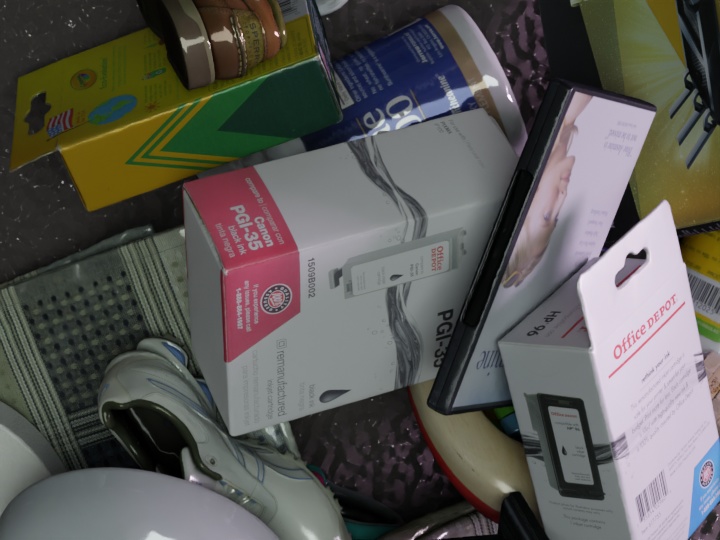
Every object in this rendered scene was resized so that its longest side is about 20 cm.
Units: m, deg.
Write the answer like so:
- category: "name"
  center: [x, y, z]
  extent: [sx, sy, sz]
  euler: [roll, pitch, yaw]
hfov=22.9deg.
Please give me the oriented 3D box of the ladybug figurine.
- category: "ladybug figurine"
  center: [0.091, 0.093, 1.162]
  extent: [0.135, 0.201, 0.072]
  euler: [0, 141, -28]

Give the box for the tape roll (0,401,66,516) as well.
- category: "tape roll"
  center: [-0.285, 0.172, 1.165]
  extent: [0.201, 0.037, 0.204]
  euler: [0, 105, 0]

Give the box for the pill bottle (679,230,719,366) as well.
- category: "pill bottle"
  center: [0.281, -0.029, 1.187]
  extent: [0.111, 0.111, 0.201]
  euler: [25, 95, -11]

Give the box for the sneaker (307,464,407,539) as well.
- category: "sneaker"
  center: [-0.051, 0.192, 1.191]
  extent: [0.198, 0.084, 0.122]
  euler: [-1, 99, -9]

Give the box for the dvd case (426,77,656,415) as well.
- category: "dvd case"
  center: [0.109, -0.011, 1.047]
  extent: [0.017, 0.142, 0.201]
  euler: [26, 102, 26]

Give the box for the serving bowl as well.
- category: "serving bowl"
  center: [-0.136, 0.211, 1.087]
  extent: [0.198, 0.066, 0.201]
  euler: [6, 132, 6]

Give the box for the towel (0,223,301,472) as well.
- category: "towel"
  center: [-0.150, 0.078, 1.167]
  extent: [0.191, 0.035, 0.201]
  euler: [-17, 103, 16]

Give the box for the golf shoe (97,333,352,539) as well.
- category: "golf shoe"
  center: [-0.091, 0.135, 1.103]
  extent: [0.200, 0.097, 0.078]
  euler: [43, 108, -4]

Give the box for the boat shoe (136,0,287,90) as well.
- category: "boat shoe"
  center: [-0.099, -0.178, 1.083]
  extent: [0.068, 0.201, 0.072]
  euler: [-17, 136, -11]

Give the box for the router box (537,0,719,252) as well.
- category: "router box"
  center: [0.203, -0.124, 1.134]
  extent: [0.156, 0.052, 0.202]
  euler: [-12, 82, 19]

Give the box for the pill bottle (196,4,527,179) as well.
- category: "pill bottle"
  center: [-0.002, -0.079, 1.140]
  extent: [0.199, 0.111, 0.112]
  euler: [-27, 102, -3]

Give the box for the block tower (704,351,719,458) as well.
- category: "block tower"
  center: [0.194, 0.073, 1.139]
  extent: [0.200, 0.054, 0.058]
  euler: [40, 135, 11]

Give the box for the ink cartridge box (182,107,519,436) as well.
- category: "ink cartridge box"
  center: [0.000, 0.000, 1.071]
  extent: [0.199, 0.083, 0.147]
  euler: [-15, 136, -16]

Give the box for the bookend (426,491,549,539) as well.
- category: "bookend"
  center: [0.007, 0.248, 1.059]
  extent: [0.198, 0.092, 0.200]
  euler: [-3, 117, -16]

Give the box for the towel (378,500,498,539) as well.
- category: "towel"
  center: [0.110, 0.239, 1.201]
  extent: [0.199, 0.034, 0.194]
  euler: [-17, 106, -27]

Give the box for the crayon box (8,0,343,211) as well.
- category: "crayon box"
  center: [-0.115, -0.108, 1.101]
  extent: [0.199, 0.127, 0.051]
  euler: [-19, 123, 5]

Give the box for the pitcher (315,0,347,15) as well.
- category: "pitcher"
  center: [-0.032, -0.271, 1.112]
  extent: [0.171, 0.121, 0.200]
  euler: [-38, 114, 15]

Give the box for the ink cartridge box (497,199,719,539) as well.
- category: "ink cartridge box"
  center: [0.149, 0.070, 1.051]
  extent: [0.116, 0.068, 0.201]
  euler: [-37, 120, -44]
